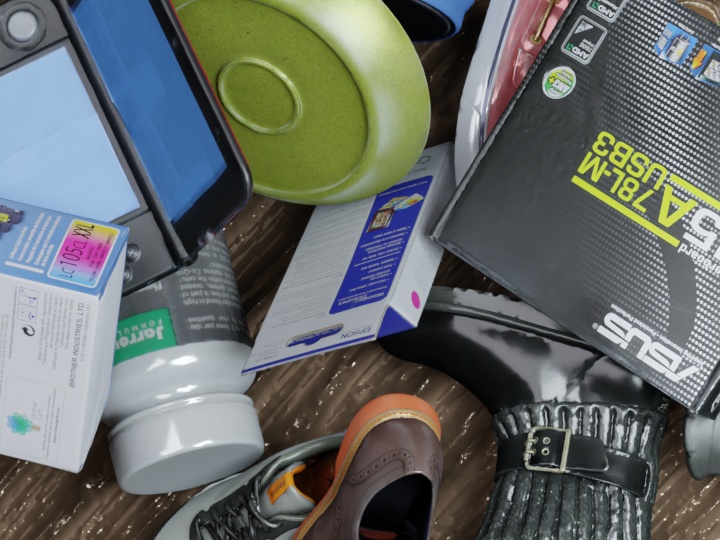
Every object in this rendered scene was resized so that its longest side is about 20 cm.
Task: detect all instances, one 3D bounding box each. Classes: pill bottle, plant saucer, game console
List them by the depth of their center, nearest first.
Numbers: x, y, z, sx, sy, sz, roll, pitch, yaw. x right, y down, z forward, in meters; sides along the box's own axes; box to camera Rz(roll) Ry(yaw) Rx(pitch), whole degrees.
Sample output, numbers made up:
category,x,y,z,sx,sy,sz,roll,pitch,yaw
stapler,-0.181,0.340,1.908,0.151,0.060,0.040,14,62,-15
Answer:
category,x,y,z,sx,sy,sz,roll,pitch,yaw
game console,-0.172,-0.088,1.463,0.172,0.119,0.201,-26,81,-1
plant saucer,-0.055,-0.112,1.468,0.199,0.201,0.031,11,44,24
pill bottle,-0.129,0.032,1.557,0.113,0.113,0.201,-22,71,17

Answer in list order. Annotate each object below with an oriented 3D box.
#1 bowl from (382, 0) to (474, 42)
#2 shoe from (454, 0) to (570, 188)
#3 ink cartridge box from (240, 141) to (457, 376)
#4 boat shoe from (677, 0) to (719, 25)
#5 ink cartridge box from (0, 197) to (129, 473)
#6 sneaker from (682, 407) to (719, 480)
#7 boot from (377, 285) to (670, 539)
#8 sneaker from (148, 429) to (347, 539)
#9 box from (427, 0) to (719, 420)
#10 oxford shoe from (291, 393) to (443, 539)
category,x,y,z,sx,sy,sz,roll,pitch,yaw
bowl,-0.026,-0.184,1.513,0.200,0.201,0.040,9,83,24
shoe,0.123,-0.127,1.512,0.091,0.071,0.201,11,83,23
ink cartridge box,0.000,0.000,1.481,0.094,0.037,0.200,-16,28,28
boat shoe,0.183,-0.066,1.472,0.075,0.074,0.201,9,82,23
ink cartridge box,-0.245,0.024,1.442,0.199,0.076,0.137,13,125,2
sneaker,0.244,0.028,1.437,0.090,0.076,0.201,8,86,12
boot,0.086,0.098,1.473,0.210,0.079,0.159,12,83,24
sneaker,-0.059,0.148,1.523,0.200,0.079,0.074,-29,71,16
box,0.168,-0.048,1.409,0.200,0.047,0.194,35,94,25
oxford shoe,0.000,0.172,1.455,0.071,0.073,0.201,7,122,-13
